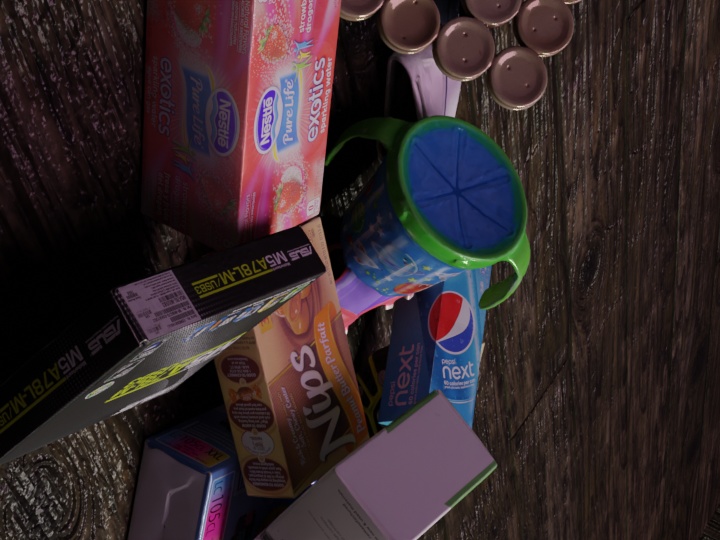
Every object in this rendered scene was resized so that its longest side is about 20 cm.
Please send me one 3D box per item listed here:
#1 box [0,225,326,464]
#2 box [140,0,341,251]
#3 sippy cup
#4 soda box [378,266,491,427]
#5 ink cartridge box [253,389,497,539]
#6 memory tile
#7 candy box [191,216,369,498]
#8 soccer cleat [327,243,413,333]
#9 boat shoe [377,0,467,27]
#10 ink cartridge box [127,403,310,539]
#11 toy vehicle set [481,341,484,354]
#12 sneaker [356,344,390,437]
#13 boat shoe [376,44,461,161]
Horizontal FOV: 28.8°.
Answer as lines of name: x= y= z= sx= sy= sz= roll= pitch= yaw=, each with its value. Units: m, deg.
box: x=-0.146 y=0.051 z=0.949 sx=0.193 sy=0.048 sz=0.200 roll=-39 pitch=170 yaw=34
box: x=-0.085 y=-0.126 z=0.976 sx=0.102 sy=0.094 sz=0.201 roll=-30 pitch=136 yaw=-47
sippy cup: x=0.052 y=-0.044 z=1.204 sx=0.139 sy=0.179 sz=0.130 roll=-11 pitch=163 yaw=-39
soda box: x=0.074 y=0.056 z=1.348 sx=0.064 sy=0.068 sz=0.201 roll=24 pitch=65 yaw=-37
ink cartridge box: x=-0.005 y=0.202 z=1.138 sx=0.146 sy=0.084 sz=0.200 roll=-31 pitch=168 yaw=-46
memory tile: x=0.082 y=-0.230 z=1.118 sx=0.154 sy=0.199 sz=0.017 roll=-64 pitch=-170 yaw=-9
candy box: x=-0.062 y=0.069 z=1.136 sx=0.115 sy=0.055 sz=0.201 roll=-30 pitch=113 yaw=-51
soccer cleat: x=0.000 y=0.000 z=1.273 sx=0.200 sy=0.066 sz=0.077 roll=-32 pitch=126 yaw=-48
boat shoe: x=0.102 y=-0.249 z=1.218 sx=0.200 sy=0.092 sz=0.075 roll=-35 pitch=140 yaw=-46
ink cartridge box: x=-0.106 y=0.187 z=1.216 sx=0.200 sy=0.076 sz=0.137 roll=-22 pitch=130 yaw=-56
toy vehicle set: x=0.066 y=0.154 z=1.552 sx=0.200 sy=0.026 sz=0.125 roll=-21 pitch=129 yaw=-54
sneaker: x=0.038 y=0.159 z=1.430 sx=0.076 sy=0.075 sz=0.201 roll=-19 pitch=126 yaw=-36
boat shoe: x=0.044 y=-0.118 z=1.261 sx=0.065 sy=0.073 sz=0.201 roll=-26 pitch=132 yaw=-30
